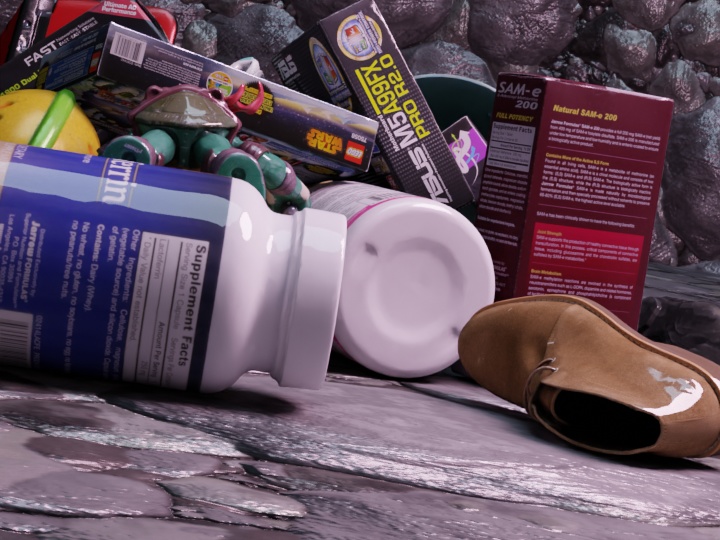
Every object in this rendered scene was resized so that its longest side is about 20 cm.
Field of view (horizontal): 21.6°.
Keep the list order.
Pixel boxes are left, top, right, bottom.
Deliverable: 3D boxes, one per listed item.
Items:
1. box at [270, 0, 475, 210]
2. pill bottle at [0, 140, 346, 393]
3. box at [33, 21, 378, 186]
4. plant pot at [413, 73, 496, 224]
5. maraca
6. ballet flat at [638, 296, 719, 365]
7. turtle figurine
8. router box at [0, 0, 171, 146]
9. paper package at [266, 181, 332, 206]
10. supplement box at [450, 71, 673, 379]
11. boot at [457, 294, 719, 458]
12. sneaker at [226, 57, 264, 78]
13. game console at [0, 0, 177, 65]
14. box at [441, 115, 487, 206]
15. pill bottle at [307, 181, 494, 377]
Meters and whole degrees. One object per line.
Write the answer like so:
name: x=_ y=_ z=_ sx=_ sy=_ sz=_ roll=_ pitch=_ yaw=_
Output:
box: x=0.004 y=-0.105 z=1.376 sx=0.044 sy=0.160 sz=0.200 roll=-29 pitch=5 yaw=-12
pill bottle: x=-0.112 y=0.002 z=0.986 sx=0.200 sy=0.116 sz=0.116 roll=9 pitch=4 yaw=-6
box: x=-0.107 y=-0.106 z=1.275 sx=0.200 sy=0.040 sz=0.137 roll=18 pitch=-11 yaw=-25
plant pot: x=0.071 y=-0.054 z=1.666 sx=0.200 sy=0.201 sz=0.161 roll=9 pitch=-10 yaw=8
maraca: x=-0.219 y=-0.045 z=1.178 sx=0.107 sy=0.137 sz=0.200 roll=27 pitch=20 yaw=-9
ballet flat: x=0.245 y=0.057 z=1.363 sx=0.057 sy=0.067 sz=0.200 roll=35 pitch=2 yaw=-13
turtle figurine: x=-0.108 y=-0.062 z=1.133 sx=0.149 sy=0.101 sz=0.200 roll=-10 pitch=9 yaw=-3
router box: x=-0.229 y=-0.102 z=1.387 sx=0.062 sy=0.200 sz=0.150 roll=51 pitch=-15 yaw=16
paper package: x=-0.107 y=-0.032 z=1.529 sx=0.200 sy=0.104 sz=0.190 roll=14 pitch=8 yaw=41
supplement box: x=0.132 y=-0.023 z=1.236 sx=0.109 sy=0.200 sz=0.061 roll=7 pitch=5 yaw=-31
boot: x=0.114 y=0.059 z=1.056 sx=0.075 sy=0.074 sz=0.200 roll=-7 pitch=16 yaw=-39
sneaker: x=-0.083 y=-0.116 z=1.431 sx=0.075 sy=0.089 sz=0.200 roll=9 pitch=3 yaw=26
game console: x=-0.248 y=-0.113 z=1.536 sx=0.119 sy=0.200 sz=0.172 roll=20 pitch=-26 yaw=-19
box: x=0.126 y=-0.019 z=1.388 sx=0.036 sy=0.200 sz=0.143 roll=-34 pitch=-3 yaw=4
pill bottle: x=0.000 y=0.000 z=1.254 sx=0.113 sy=0.114 sz=0.200 roll=7 pitch=5 yaw=-21
